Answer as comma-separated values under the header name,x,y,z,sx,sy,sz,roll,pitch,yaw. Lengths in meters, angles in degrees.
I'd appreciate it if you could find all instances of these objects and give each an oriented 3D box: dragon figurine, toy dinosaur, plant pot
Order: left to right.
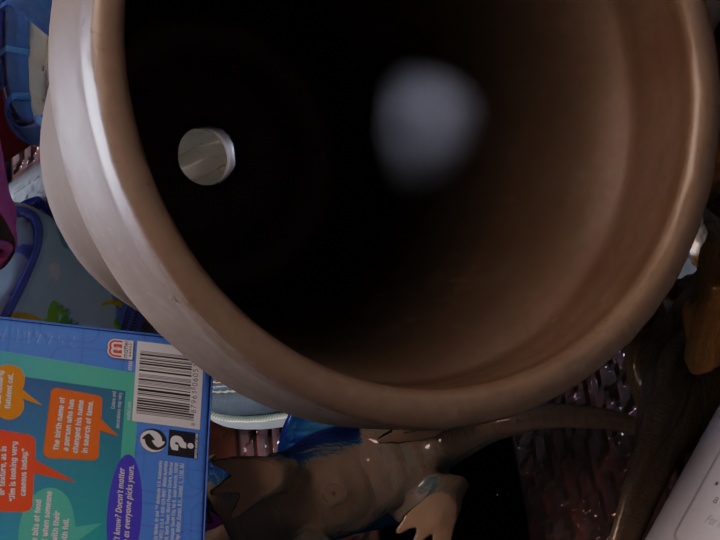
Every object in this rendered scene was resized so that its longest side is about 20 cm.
name,x,y,z,sx,sy,sz,roll,pitch,yaw
plant pot,-0.016,-0.046,0.820,0.175,0.200,0.201,-18,47,65
dragon figurine,0.002,0.067,0.930,0.200,0.059,0.099,-22,6,3
toy dinosaur,0.100,0.035,0.840,0.060,0.106,0.200,10,47,19

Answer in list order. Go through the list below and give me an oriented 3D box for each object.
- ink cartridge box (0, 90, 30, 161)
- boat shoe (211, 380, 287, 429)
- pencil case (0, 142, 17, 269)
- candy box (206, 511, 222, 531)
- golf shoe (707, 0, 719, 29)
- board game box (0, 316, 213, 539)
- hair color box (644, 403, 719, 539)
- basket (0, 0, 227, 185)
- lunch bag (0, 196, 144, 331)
name,x,y,z,sx,sy,sz,roll,pitch,yaw
ink cartridge box,-0.256,-0.043,1.114,0.147,0.083,0.200,-5,23,40
boat shoe,0.000,0.000,1.000,0.200,0.062,0.073,-24,47,33
pencil case,-0.191,-0.087,1.026,0.091,0.094,0.200,-32,68,53
candy box,-0.140,0.106,0.953,0.056,0.200,0.117,-7,57,47
golf shoe,0.131,-0.144,0.960,0.094,0.078,0.200,-3,61,45
board game box,-0.148,0.084,0.834,0.045,0.200,0.152,110,165,-55
hair color box,0.166,0.043,0.795,0.099,0.061,0.200,21,79,51
basket,-0.092,-0.131,1.079,0.139,0.200,0.177,-27,46,24
lunch bag,-0.188,0.044,1.147,0.200,0.082,0.161,6,68,48
